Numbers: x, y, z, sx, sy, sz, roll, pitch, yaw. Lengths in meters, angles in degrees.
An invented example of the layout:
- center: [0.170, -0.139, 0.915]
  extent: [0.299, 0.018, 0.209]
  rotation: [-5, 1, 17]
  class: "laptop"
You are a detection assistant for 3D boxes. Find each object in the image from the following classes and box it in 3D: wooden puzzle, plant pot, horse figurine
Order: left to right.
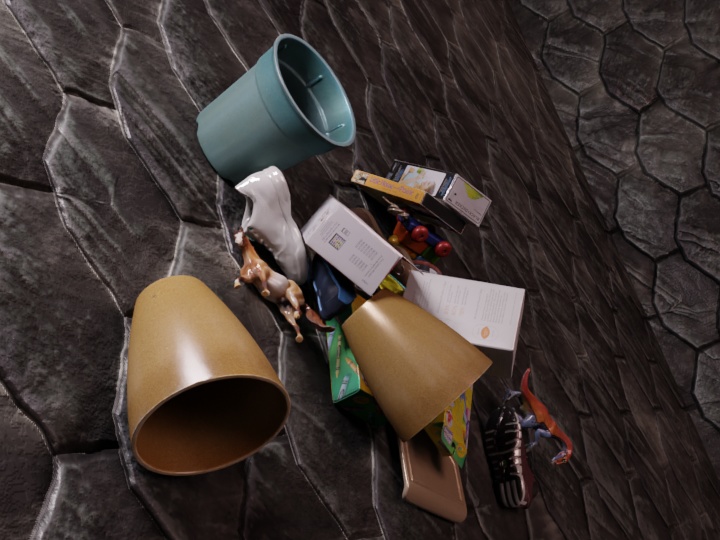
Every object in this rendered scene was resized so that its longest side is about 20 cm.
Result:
- center: [-0.201, 0.109, 1.224]
  extent: [0.186, 0.186, 0.200]
  rotation: [30, 27, -47]
  class: "plant pot"
- center: [-0.145, -0.241, 1.631]
  extent: [0.200, 0.196, 0.201]
  rotation: [43, 31, -34]
  class: "plant pot"
- center: [-0.128, 0.032, 1.551]
  extent: [0.200, 0.050, 0.133]
  rotation: [40, 15, -22]
  class: "horse figurine"
- center: [0.071, 0.130, 1.578]
  extent: [0.200, 0.186, 0.186]
  rotation: [49, 26, 5]
  class: "plant pot"
- center: [0.112, 0.318, 1.744]
  extent: [0.185, 0.037, 0.201]
  rotation: [34, 42, -44]
  class: "wooden puzzle"

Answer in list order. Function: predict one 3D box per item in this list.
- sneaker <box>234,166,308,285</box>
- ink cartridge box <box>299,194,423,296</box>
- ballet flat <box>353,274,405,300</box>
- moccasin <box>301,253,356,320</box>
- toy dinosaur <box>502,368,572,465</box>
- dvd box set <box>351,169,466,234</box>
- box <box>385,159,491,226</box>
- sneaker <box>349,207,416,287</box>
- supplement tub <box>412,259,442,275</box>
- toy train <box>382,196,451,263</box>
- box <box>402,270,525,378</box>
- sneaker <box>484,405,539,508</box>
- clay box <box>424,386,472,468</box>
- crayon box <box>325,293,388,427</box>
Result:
- center: [-0.145, -0.060, 1.611]
  extent: [0.075, 0.088, 0.201]
  rotation: [29, -41, 61]
  class: "sneaker"
- center: [-0.002, -0.030, 1.625]
  extent: [0.175, 0.084, 0.200]
  rotation: [39, 2, -9]
  class: "ink cartridge box"
- center: [0.000, 0.000, 1.793]
  extent: [0.067, 0.067, 0.200]
  rotation: [-39, 79, -27]
  class: "ballet flat"
- center: [-0.061, 0.022, 1.664]
  extent: [0.080, 0.068, 0.200]
  rotation: [39, 8, -14]
  class: "moccasin"
- center: [0.368, 0.320, 2.082]
  extent: [0.181, 0.200, 0.105]
  rotation: [25, 50, -3]
  class: "toy dinosaur"
- center: [0.093, -0.135, 1.993]
  extent: [0.146, 0.200, 0.029]
  rotation: [32, 83, -46]
  class: "dvd box set"
- center: [0.150, -0.154, 2.020]
  extent: [0.117, 0.060, 0.200]
  rotation: [32, -6, -36]
  class: "box"
- center: [0.019, -0.034, 1.851]
  extent: [0.075, 0.071, 0.200]
  rotation: [-9, 48, -42]
  class: "sneaker"
- center: [0.099, 0.079, 1.865]
  extent: [0.107, 0.107, 0.200]
  rotation: [46, 31, -28]
  class: "supplement tub"
- center: [0.071, -0.056, 1.947]
  extent: [0.200, 0.116, 0.085]
  rotation: [30, 15, -39]
  class: "toy train"
- center: [0.167, 0.090, 1.714]
  extent: [0.098, 0.199, 0.125]
  rotation: [83, 21, -55]
  class: "box"
- center: [0.301, 0.374, 1.997]
  extent: [0.115, 0.075, 0.201]
  rotation: [36, 46, -50]
  class: "sneaker"
- center: [0.150, 0.227, 1.750]
  extent: [0.115, 0.047, 0.200]
  rotation: [57, 35, -43]
  class: "clay box"
- center: [0.004, 0.143, 1.684]
  extent: [0.119, 0.058, 0.200]
  rotation: [36, 36, -41]
  class: "crayon box"
